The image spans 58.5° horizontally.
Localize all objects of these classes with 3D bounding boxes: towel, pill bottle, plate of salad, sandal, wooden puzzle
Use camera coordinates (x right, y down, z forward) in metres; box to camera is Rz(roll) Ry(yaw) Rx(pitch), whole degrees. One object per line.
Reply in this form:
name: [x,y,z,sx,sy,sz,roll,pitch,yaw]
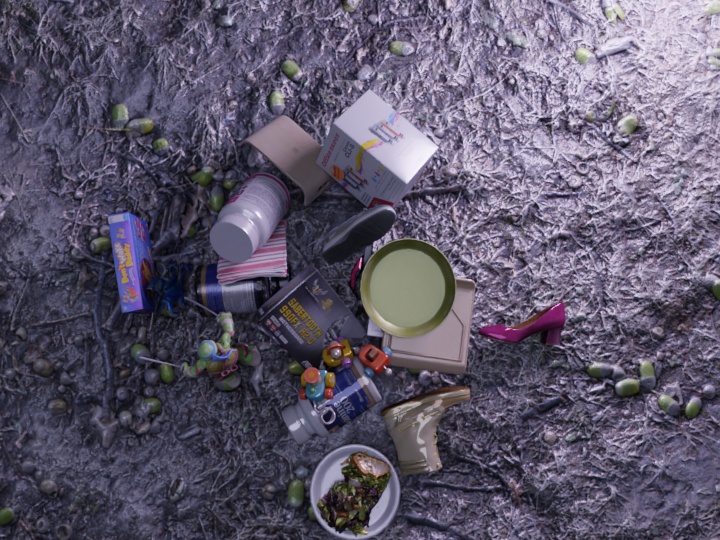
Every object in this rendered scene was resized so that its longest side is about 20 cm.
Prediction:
towel: [-0.227,-0.041,1.369,0.144,0.201,0.030,-8,125,-2]
pill bottle: [-0.248,0.036,1.381,0.197,0.112,0.114,-5,85,-2]
plate of salad: [-0.011,0.478,1.379,0.197,0.048,0.204,0,85,-2]
pill bottle: [-0.229,-0.111,1.342,0.112,0.201,0.115,8,127,12]
sandal: [0.000,0.000,1.412,0.044,0.075,0.203,8,77,-3]
wooden puzzle: [0.142,0.108,1.358,0.182,0.037,0.203,8,89,-1]
pill bottle: [-0.063,0.279,1.363,0.198,0.111,0.112,-32,86,-4]

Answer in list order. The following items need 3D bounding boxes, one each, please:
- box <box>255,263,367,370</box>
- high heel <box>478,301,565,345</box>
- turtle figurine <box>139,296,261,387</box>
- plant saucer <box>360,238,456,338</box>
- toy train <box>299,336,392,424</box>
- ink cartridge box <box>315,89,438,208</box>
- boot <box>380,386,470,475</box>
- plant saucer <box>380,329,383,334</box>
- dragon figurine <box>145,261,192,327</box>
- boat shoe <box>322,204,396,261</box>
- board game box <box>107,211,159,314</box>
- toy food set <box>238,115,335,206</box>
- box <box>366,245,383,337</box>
box: [-0.101,0.111,1.362,0.158,0.048,0.201,-40,119,-4]
high heel: [0.354,0.110,1.410,0.197,0.067,0.098,4,95,-16]
turtle figurine: [-0.307,0.158,1.339,0.197,0.194,0.146,6,69,23]
plant saucer: [0.097,0.036,1.324,0.196,0.031,0.204,0,90,-2]
toy train: [-0.038,0.203,1.301,0.200,0.056,0.150,-43,50,-14]
ink cartridge box: [0.032,-0.247,1.374,0.199,0.146,0.145,40,57,3]
boot: [0.158,0.343,1.382,0.197,0.073,0.158,-18,85,-1]
plant saucer: [0.131,0.084,1.391,0.197,0.034,0.204,0,85,-3]
dragon figurine: [-0.411,0.045,1.356,0.058,0.200,0.101,-5,108,15]
boat shoe: [-0.008,-0.090,1.376,0.074,0.201,0.066,24,46,-36]
board game box: [-0.479,-0.011,1.369,0.044,0.134,0.203,-10,85,-3]
toy food set: [-0.154,-0.243,1.414,0.199,0.061,0.144,40,46,3]
box: [0.094,0.054,1.425,0.142,0.036,0.203,7,86,-1]
